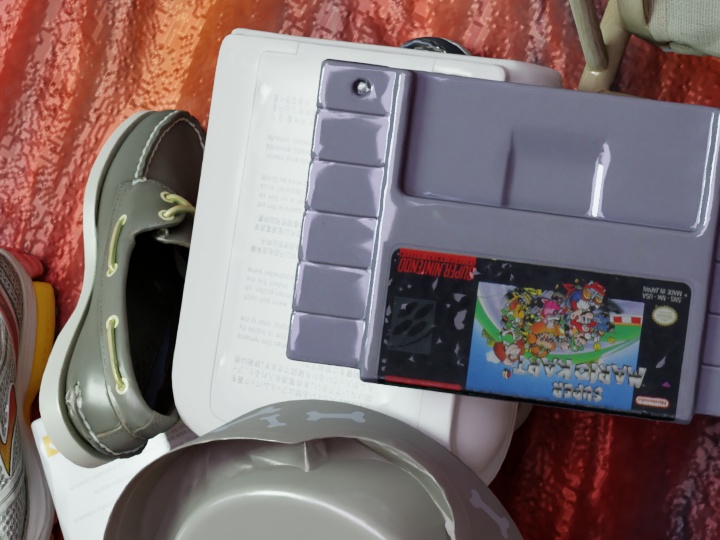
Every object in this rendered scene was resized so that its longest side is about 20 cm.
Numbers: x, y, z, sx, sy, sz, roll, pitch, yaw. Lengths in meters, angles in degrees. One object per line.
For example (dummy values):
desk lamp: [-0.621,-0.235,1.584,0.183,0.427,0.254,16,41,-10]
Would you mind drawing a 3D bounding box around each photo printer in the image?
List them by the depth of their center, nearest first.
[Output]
photo printer: [0.000,0.000,0.961,0.166,0.069,0.201,9,93,33]

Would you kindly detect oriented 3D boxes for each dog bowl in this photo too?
dog bowl: [-0.012,0.144,0.925,0.200,0.059,0.201,13,120,22]

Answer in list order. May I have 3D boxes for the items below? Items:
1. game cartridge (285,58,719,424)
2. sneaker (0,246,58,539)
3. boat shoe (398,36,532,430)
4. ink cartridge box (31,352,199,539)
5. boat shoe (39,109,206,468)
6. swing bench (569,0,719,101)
game cartridge: [0.075,-0.010,0.879,0.199,0.038,0.130,7,88,3]
sneaker: [-0.208,0.083,1.110,0.078,0.082,0.201,-8,78,25]
boat shoe: [0.037,-0.019,1.020,0.075,0.062,0.201,-8,78,24]
ink cartridge box: [-0.049,0.128,1.046,0.198,0.043,0.200,-26,70,20]
boat shoe: [-0.099,0.001,1.049,0.060,0.072,0.202,-19,46,35]
swing bench: [0.204,-0.156,0.919,0.199,0.130,0.200,15,60,28]
